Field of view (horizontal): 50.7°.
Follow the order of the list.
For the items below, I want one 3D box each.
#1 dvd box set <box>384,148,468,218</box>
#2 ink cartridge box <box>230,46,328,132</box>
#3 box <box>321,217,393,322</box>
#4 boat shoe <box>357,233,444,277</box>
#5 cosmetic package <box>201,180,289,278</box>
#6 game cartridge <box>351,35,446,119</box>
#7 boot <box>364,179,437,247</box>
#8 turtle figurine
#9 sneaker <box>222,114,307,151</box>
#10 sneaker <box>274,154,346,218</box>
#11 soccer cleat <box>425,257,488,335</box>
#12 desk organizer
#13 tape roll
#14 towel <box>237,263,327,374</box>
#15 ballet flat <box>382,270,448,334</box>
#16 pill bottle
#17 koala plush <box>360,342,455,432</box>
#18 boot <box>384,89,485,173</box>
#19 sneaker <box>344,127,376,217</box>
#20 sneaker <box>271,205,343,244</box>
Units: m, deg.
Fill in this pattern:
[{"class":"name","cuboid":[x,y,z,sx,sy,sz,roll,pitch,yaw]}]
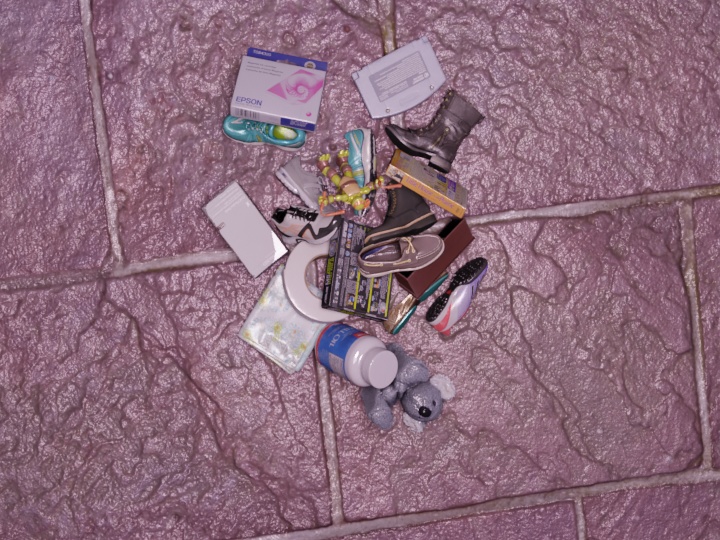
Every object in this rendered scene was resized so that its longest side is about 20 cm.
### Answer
[{"class":"dvd box set","cuboid":[0.152,-0.199,1.717,0.197,0.147,0.030,29,114,-4]},{"class":"ink cartridge box","cuboid":[-0.178,-0.418,1.699,0.191,0.044,0.205,9,65,-3]},{"class":"box","cuboid":[0.000,0.000,1.714,0.157,0.044,0.205,14,76,-29]},{"class":"boat shoe","cuboid":[0.088,-0.040,1.656,0.195,0.060,0.073,-14,64,2]},{"class":"cosmetic package","cuboid":[-0.259,-0.091,1.734,0.106,0.090,0.201,-39,90,-2]},{"class":"game cartridge","cuboid":[0.092,-0.437,1.758,0.197,0.042,0.136,-27,98,-1]},{"class":"boot","cuboid":[0.066,-0.137,1.722,0.197,0.077,0.141,-20,79,-38]},{"class":"turtle figurine","cuboid":[-0.020,-0.190,1.677,0.196,0.065,0.163,-22,62,-14]},{"class":"sneaker","cuboid":[-0.216,-0.323,1.721,0.195,0.080,0.080,8,92,-2]},{"class":"sneaker","cuboid":[-0.101,-0.182,1.741,0.199,0.075,0.082,42,88,-5]},{"class":"soccer cleat","cuboid":[0.237,0.059,1.779,0.073,0.068,0.201,41,86,-27]},{"class":"desk organizer","cuboid":[0.163,-0.041,1.728,0.200,0.071,0.077,-46,138,-9]},{"class":"tape roll","cuboid":[-0.081,0.019,1.740,0.197,0.037,0.208,3,78,-15]},{"class":"towel","cuboid":[-0.168,0.115,1.767,0.169,0.048,0.202,33,91,-4]},{"class":"ballet flat","cuboid":[0.120,0.058,1.769,0.200,0.071,0.065,-46,72,-4]},{"class":"pill bottle","cuboid":[-0.007,0.191,1.690,0.110,0.198,0.115,-10,107,-36]},{"class":"koala plush","cuboid":[0.116,0.278,1.748,0.198,0.184,0.179,33,101,-24]},{"class":"boot","cuboid":[0.172,-0.340,1.757,0.197,0.069,0.177,29,87,-9]},{"class":"sneaker","cuboid":[-0.004,-0.225,1.756,0.078,0.077,0.206,0,87,16]},{"class":"sneaker","cuboid":[-0.123,-0.106,1.687,0.080,0.197,0.075,52,51,-32]}]
